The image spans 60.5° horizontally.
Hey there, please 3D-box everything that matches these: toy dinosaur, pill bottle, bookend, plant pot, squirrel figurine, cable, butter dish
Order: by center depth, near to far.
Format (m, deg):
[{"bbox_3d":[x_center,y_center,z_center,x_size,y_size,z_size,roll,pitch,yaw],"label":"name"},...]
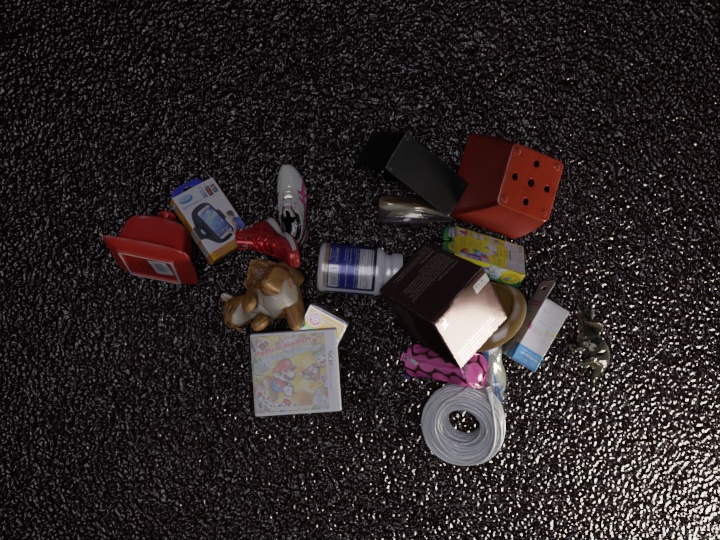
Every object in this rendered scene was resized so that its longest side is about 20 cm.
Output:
[{"bbox_3d":[0.341,-0.195,1.404,0.197,0.176,0.203,17,89,-16],"label":"plant pot"},{"bbox_3d":[0.283,0.096,1.428,0.199,0.201,0.028,-38,128,1],"label":"plant pot"},{"bbox_3d":[0.114,-0.229,1.444,0.197,0.200,0.093,33,89,-25],"label":"bookend"},{"bbox_3d":[-0.231,0.061,1.445,0.185,0.201,0.142,-24,120,25],"label":"squirrel figurine"},{"bbox_3d":[-0.470,-0.069,1.447,0.196,0.201,0.150,12,66,-1],"label":"butter dish"},{"bbox_3d":[0.241,0.357,1.453,0.197,0.069,0.203,-18,101,19],"label":"cable"},{"bbox_3d":[0.000,0.000,1.459,0.196,0.116,0.118,5,90,0],"label":"pill bottle"},{"bbox_3d":[0.553,0.194,1.476,0.101,0.077,0.203,-22,87,7],"label":"toy dinosaur"}]

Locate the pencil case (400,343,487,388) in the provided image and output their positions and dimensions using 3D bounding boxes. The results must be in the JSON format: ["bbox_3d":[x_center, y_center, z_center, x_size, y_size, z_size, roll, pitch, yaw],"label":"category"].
[{"bbox_3d":[0.190,0.218,1.415,0.093,0.198,0.092,32,67,-40],"label":"pencil case"}]

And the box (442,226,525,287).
[{"bbox_3d":[0.286,-0.036,1.458,0.197,0.118,0.049,19,128,0],"label":"box"}]

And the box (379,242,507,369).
[{"bbox_3d":[0.182,0.073,1.369,0.166,0.199,0.165,-43,126,-12],"label":"box"}]

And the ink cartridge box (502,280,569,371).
[{"bbox_3d":[0.419,0.128,1.456,0.067,0.115,0.202,30,90,0],"label":"ink cartridge box"}]

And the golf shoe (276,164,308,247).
[{"bbox_3d":[-0.161,-0.157,1.474,0.071,0.092,0.204,-9,88,2],"label":"golf shoe"}]

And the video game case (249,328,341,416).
[{"bbox_3d":[-0.146,0.229,1.393,0.196,0.023,0.186,-4,89,3],"label":"video game case"}]

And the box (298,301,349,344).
[{"bbox_3d":[-0.114,0.187,1.459,0.100,0.112,0.202,27,92,2],"label":"box"}]

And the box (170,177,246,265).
[{"bbox_3d":[-0.361,-0.129,1.474,0.118,0.041,0.202,-35,92,-32],"label":"box"}]

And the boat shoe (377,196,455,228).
[{"bbox_3d":[0.135,-0.135,1.486,0.196,0.072,0.066,5,117,-14],"label":"boat shoe"}]

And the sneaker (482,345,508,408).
[{"bbox_3d":[0.312,0.248,1.473,0.071,0.072,0.204,-4,108,22],"label":"sneaker"}]

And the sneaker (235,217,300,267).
[{"bbox_3d":[-0.219,-0.051,1.416,0.114,0.200,0.080,-17,120,-23],"label":"sneaker"}]
